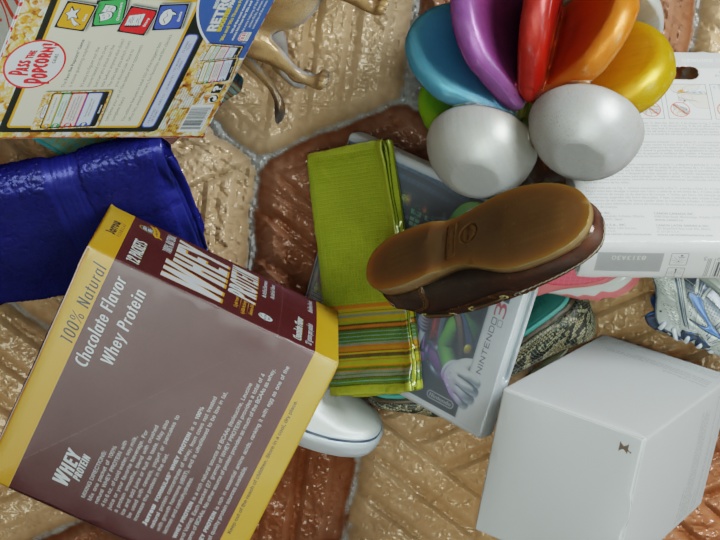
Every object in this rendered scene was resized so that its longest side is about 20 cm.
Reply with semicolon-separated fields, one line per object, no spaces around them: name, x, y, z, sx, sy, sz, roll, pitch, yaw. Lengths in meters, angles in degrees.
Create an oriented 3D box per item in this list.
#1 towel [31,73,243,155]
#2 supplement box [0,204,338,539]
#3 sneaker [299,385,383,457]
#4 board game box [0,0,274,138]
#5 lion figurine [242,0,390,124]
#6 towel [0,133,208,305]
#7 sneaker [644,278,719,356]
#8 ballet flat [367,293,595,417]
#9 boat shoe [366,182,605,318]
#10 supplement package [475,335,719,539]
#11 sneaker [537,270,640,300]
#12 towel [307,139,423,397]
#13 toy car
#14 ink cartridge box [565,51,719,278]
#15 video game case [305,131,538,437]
towel;-0.193;-0.142;1.223;0.146;0.200;0.022;-37;58;12
supplement box;-0.147;0.090;1.217;0.199;0.133;0.198;25;104;-8
sneaker;-0.064;0.081;1.313;0.200;0.073;0.071;31;130;-1
board game box;-0.176;-0.161;1.143;0.199;0.046;0.152;-4;141;-38
lion figurine;-0.057;-0.207;1.213;0.122;0.073;0.200;28;122;-18
towel;-0.233;-0.044;1.284;0.199;0.050;0.148;-12;138;3
sneaker;0.281;0.030;1.308;0.085;0.077;0.200;-33;95;21
ballet flat;0.107;0.082;1.330;0.199;0.068;0.075;-28;124;8
boat shoe;0.100;-0.010;1.176;0.200;0.071;0.070;-13;142;41
supplement package;0.193;0.141;1.254;0.119;0.200;0.122;19;108;26
sneaker;0.121;-0.010;1.268;0.199;0.087;0.074;-15;63;15
towel;0.000;0.000;1.274;0.086;0.018;0.201;-8;87;34
toy car;0.121;-0.159;1.168;0.199;0.176;0.150;-8;139;30
ink cartridge box;0.236;-0.083;1.226;0.160;0.201;0.050;1;140;-2
video game case;0.047;0.009;1.269;0.200;0.023;0.182;27;109;33
